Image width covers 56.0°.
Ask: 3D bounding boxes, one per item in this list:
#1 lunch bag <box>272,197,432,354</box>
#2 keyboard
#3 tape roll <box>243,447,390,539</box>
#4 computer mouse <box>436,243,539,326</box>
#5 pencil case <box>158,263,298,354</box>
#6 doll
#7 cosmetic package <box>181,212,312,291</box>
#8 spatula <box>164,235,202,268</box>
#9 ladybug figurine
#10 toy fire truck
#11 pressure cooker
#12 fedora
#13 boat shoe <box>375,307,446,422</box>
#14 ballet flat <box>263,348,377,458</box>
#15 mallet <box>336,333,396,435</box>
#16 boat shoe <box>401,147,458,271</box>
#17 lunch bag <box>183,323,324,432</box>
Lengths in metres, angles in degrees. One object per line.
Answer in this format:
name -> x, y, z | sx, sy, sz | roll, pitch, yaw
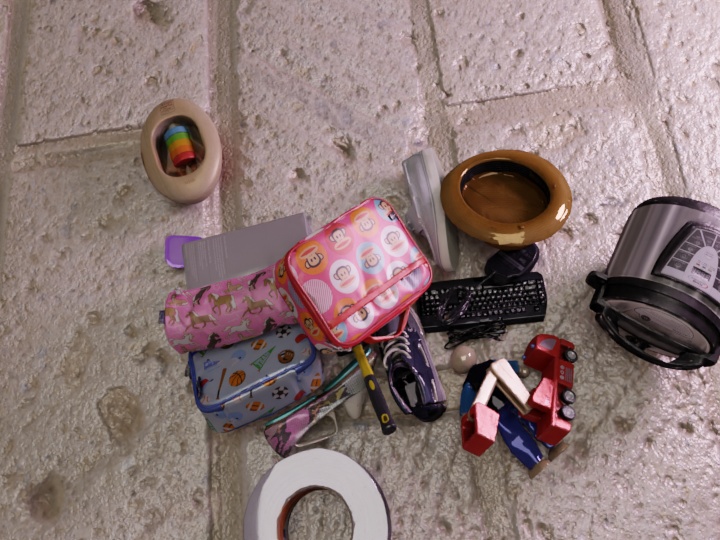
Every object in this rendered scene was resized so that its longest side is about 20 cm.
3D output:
lunch bag -> -0.003, 0.017, 0.915 | 0.198, 0.082, 0.178 | -34, 90, -30
keyboard -> 0.181, 0.055, 1.002 | 0.194, 0.040, 0.107 | -7, 69, 6
tape roll -> -0.057, 0.348, 0.913 | 0.194, 0.066, 0.206 | -2, 70, 6
computer mouse -> 0.189, 0.021, 1.003 | 0.198, 0.034, 0.059 | -36, 51, -14
pencil case -> -0.179, 0.052, 0.951 | 0.195, 0.088, 0.084 | -14, 44, 3
doll -> 0.194, 0.187, 0.944 | 0.135, 0.049, 0.201 | -30, 67, -21
cosmetic package -> -0.160, -0.009, 1.032 | 0.195, 0.107, 0.092 | -16, 67, -1
spatula -> -0.219, -0.037, 1.094 | 0.194, 0.021, 0.058 | -6, 68, 4
ladybug figurine -> -0.295, -0.195, 1.132 | 0.132, 0.072, 0.204 | -19, 70, -1
toy fire truck -> 0.214, 0.162, 0.904 | 0.138, 0.049, 0.203 | 21, 50, -3
pressure cooker -> 0.416, 0.028, 0.912 | 0.174, 0.178, 0.203 | 12, 67, 52
fedora -> 0.215, -0.093, 1.015 | 0.195, 0.083, 0.204 | -5, 51, 6
boat shoe -> 0.059, 0.114, 0.960 | 0.074, 0.093, 0.203 | -31, 69, 12
ballet flat -> -0.044, 0.196, 0.968 | 0.198, 0.069, 0.072 | -35, 87, -10
mallet -> 0.018, 0.134, 0.904 | 0.065, 0.042, 0.201 | -28, 39, -6
boat shoe -> 0.104, -0.089, 1.055 | 0.070, 0.070, 0.206 | -17, 69, 21
lunch bag -> -0.156, 0.132, 0.979 | 0.195, 0.077, 0.162 | -21, 43, -2
